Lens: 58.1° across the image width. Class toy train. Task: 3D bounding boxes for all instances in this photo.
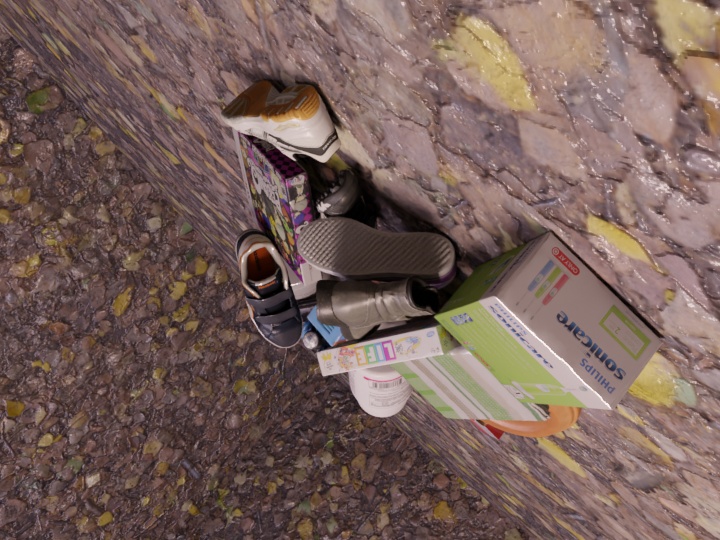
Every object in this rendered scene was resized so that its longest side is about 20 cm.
[{"bbox_3d":[-0.018,0.090,1.102,0.087,0.114,0.199,48,-156,21],"label":"toy train"}]

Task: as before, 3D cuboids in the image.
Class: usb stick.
[{"bbox_3d":[-0.048,0.066,1.229,0.198,0.033,0.056,-11,142,20],"label":"usb stick"}]

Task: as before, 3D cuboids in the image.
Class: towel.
[{"bbox_3d":[0.141,0.149,0.874,0.149,0.031,0.199,46,149,-20],"label":"towel"}]

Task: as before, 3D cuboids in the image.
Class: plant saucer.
[{"bbox_3d":[0.207,0.177,0.914,0.198,0.038,0.201,21,148,14],"label":"plant saucer"}]

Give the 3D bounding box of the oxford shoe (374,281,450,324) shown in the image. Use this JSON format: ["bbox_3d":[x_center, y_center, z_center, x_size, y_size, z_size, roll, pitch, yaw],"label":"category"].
[{"bbox_3d":[0.091,0.044,0.919,0.200,0.071,0.075,41,161,1],"label":"oxford shoe"}]

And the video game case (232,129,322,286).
[{"bbox_3d":[-0.121,-0.103,0.937,0.200,0.036,0.182,48,153,43],"label":"video game case"}]

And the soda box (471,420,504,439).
[{"bbox_3d":[0.186,0.205,1.148,0.200,0.070,0.063,46,168,-12],"label":"soda box"}]

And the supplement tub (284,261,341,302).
[{"bbox_3d":[-0.113,0.014,1.306,0.132,0.132,0.200,37,165,25],"label":"supplement tub"}]

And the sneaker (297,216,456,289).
[{"bbox_3d":[0.022,-0.008,0.824,0.198,0.073,0.114,11,166,13],"label":"sneaker"}]

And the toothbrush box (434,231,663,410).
[{"bbox_3d":[0.177,0.059,0.660,0.146,0.086,0.200,44,168,0],"label":"toothbrush box"}]

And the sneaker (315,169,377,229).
[{"bbox_3d":[-0.011,-0.074,0.863,0.090,0.067,0.200,37,169,-1],"label":"sneaker"}]

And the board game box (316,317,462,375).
[{"bbox_3d":[0.058,0.093,0.851,0.199,0.134,0.035,-17,87,40],"label":"board game box"}]

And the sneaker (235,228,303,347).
[{"bbox_3d":[-0.140,0.038,0.993,0.202,0.078,0.079,69,168,-19],"label":"sneaker"}]

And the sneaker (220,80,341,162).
[{"bbox_3d":[-0.099,-0.171,0.779,0.199,0.076,0.088,28,161,51],"label":"sneaker"}]

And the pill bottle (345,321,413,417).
[{"bbox_3d":[0.035,0.160,1.059,0.113,0.113,0.201,37,156,22],"label":"pill bottle"}]

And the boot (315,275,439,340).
[{"bbox_3d":[0.036,0.047,0.783,0.129,0.069,0.200,-3,170,16],"label":"boot"}]

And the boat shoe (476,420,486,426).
[{"bbox_3d":[0.194,0.173,1.040,0.072,0.065,0.201,41,161,44],"label":"boat shoe"}]
